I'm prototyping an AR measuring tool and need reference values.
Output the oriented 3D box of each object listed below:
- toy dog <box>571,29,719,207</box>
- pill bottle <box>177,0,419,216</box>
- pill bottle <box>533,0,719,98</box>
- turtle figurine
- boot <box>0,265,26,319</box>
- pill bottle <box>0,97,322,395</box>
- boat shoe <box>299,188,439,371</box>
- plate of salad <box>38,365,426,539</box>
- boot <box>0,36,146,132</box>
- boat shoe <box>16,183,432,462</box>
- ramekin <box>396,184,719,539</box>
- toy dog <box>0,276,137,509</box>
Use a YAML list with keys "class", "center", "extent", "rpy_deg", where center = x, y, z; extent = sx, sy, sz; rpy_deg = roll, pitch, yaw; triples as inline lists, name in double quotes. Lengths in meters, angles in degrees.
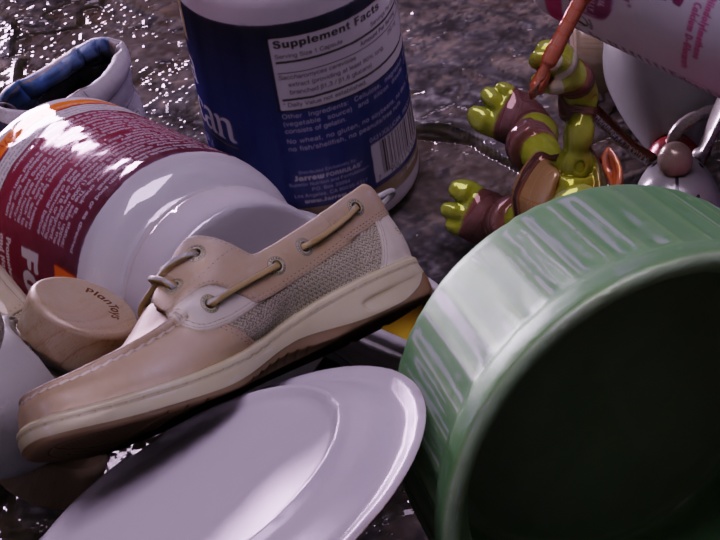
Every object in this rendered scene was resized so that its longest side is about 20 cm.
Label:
- class: "toy dog"
  center: [0.159, -0.104, 1.214]
  extent: [0.131, 0.097, 0.200]
  rpy_deg: [-18, 37, -11]
- class: "pill bottle"
  center: [-0.035, -0.127, 1.216]
  extent: [0.110, 0.201, 0.111]
  rpy_deg: [-6, 36, 5]
- class: "pill bottle"
  center: [0.189, -0.134, 1.117]
  extent: [0.199, 0.114, 0.113]
  rpy_deg: [28, 49, 20]
- class: "turtle figurine"
  center: [0.090, -0.044, 1.122]
  extent: [0.064, 0.202, 0.161]
  rpy_deg: [1, 13, -13]
- class: "boot"
  center: [-0.229, 0.043, 1.129]
  extent: [0.156, 0.200, 0.073]
  rpy_deg: [50, 31, 7]
- class: "pill bottle"
  center: [-0.098, -0.008, 1.115]
  extent: [0.114, 0.115, 0.200]
  rpy_deg: [-27, 27, -22]
- class: "boat shoe"
  center: [-0.004, 0.002, 1.132]
  extent: [0.074, 0.087, 0.202]
  rpy_deg: [-24, 39, -19]
- class: "plate of salad"
  center: [-0.058, 0.105, 0.906]
  extent: [0.199, 0.048, 0.200]
  rpy_deg: [-27, 21, 11]
- class: "boot"
  center: [-0.183, -0.042, 1.226]
  extent: [0.073, 0.096, 0.200]
  rpy_deg: [15, 43, 30]
- class: "boat shoe"
  center: [-0.062, 0.020, 0.984]
  extent: [0.199, 0.065, 0.072]
  rpy_deg: [-24, -5, -30]
- class: "ramekin"
  center: [0.108, 0.064, 0.939]
  extent: [0.199, 0.201, 0.098]
  rpy_deg: [-19, 30, -12]
- class: "toy dog"
  center: [-0.178, 0.051, 0.979]
  extent: [0.096, 0.200, 0.133]
  rpy_deg: [28, 93, 25]
